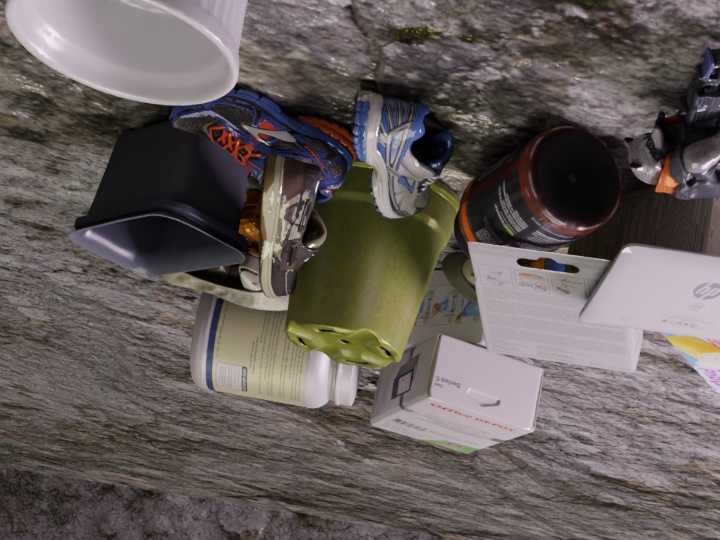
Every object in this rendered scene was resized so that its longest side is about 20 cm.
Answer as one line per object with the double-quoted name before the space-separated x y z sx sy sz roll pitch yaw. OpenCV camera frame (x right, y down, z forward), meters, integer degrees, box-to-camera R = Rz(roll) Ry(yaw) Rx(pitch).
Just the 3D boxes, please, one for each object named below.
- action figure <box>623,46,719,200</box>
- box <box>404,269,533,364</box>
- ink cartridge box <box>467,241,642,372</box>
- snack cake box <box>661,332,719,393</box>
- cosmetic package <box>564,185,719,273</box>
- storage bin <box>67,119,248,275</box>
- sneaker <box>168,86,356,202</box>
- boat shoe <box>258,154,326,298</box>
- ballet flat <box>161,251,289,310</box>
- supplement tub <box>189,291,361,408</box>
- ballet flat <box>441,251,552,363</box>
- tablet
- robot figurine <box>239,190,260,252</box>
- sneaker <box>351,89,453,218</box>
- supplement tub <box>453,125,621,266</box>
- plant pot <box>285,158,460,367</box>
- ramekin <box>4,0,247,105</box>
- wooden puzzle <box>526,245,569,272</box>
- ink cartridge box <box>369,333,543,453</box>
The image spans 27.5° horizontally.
"action figure" 0.321 -0.105 1.246 0.192 0.105 0.200 -1 160 12
"box" 0.114 0.067 1.849 0.199 0.102 0.112 -4 154 41
"ink cartridge box" 0.199 0.024 1.480 0.161 0.057 0.201 8 143 18
"snack cake box" 0.396 0.048 1.596 0.067 0.116 0.200 0 156 33
"cosmetic package" 0.300 -0.025 1.474 0.073 0.104 0.200 25 159 -29
"storage bin" -0.198 -0.082 1.595 0.145 0.135 0.199 29 156 -38
"sneaker" -0.099 -0.128 1.485 0.199 0.079 0.075 17 160 -10
"boat shoe" -0.067 -0.037 1.484 0.065 0.072 0.201 7 142 3
"ballet flat" -0.151 0.002 1.732 0.198 0.068 0.062 9 149 11
"supplement tub" -0.097 0.088 1.802 0.198 0.146 0.145 10 161 6
"ballet flat" 0.166 0.024 1.678 0.200 0.067 0.064 47 150 35
"tablet" 0.321 0.026 1.396 0.198 0.014 0.130 8 144 -11
"robot figurine" -0.111 -0.029 1.798 0.144 0.059 0.200 1 156 33
"sneaker" 0.052 -0.107 1.456 0.085 0.078 0.200 3 159 16
"supplement tub" 0.164 -0.065 1.449 0.106 0.108 0.200 19 161 -17
"plant pot" 0.000 0.000 1.615 0.199 0.185 0.201 12 160 4
"ramekin" -0.189 -0.229 1.236 0.199 0.098 0.201 12 161 4
"wooden puzzle" 0.269 0.019 1.700 0.199 0.047 0.185 3 158 27
"ink cartridge box" 0.116 0.155 1.810 0.145 0.085 0.200 19 160 -15
